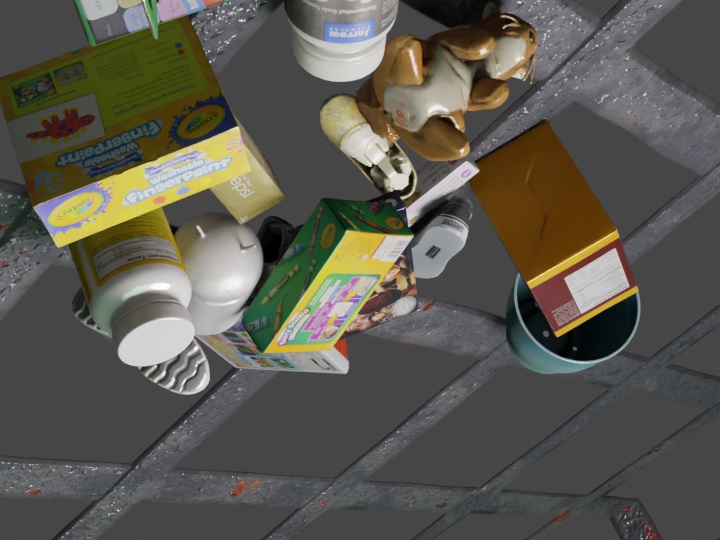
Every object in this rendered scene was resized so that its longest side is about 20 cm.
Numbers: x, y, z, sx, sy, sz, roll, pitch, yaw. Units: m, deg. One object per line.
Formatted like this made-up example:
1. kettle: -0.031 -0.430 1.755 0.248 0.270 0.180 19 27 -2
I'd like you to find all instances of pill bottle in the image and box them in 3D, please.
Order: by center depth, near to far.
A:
1. pill bottle: -0.017 -0.284 1.079 0.113 0.114 0.201 -17 148 -15
2. pill bottle: -0.250 -0.001 1.239 0.112 0.201 0.113 -19 149 -12

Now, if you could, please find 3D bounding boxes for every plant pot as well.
1. plant pot: 0.318 0.075 1.810 0.199 0.201 0.188 -18 164 -13

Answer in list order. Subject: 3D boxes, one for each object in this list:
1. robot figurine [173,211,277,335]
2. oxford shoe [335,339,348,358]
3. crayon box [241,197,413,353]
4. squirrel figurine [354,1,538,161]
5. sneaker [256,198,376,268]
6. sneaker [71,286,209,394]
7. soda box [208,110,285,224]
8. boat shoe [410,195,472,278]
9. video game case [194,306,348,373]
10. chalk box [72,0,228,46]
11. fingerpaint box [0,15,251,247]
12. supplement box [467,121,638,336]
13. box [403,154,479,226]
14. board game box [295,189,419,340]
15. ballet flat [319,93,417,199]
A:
1. robot figurine: -0.181 0.004 1.365 0.168 0.114 0.200 8 152 -16
2. oxford shoe: -0.085 0.094 1.655 0.072 0.072 0.200 -17 151 26
3. crayon box: -0.040 0.009 1.342 0.118 0.058 0.200 2 133 -48
4. squirrel figurine: 0.099 -0.220 1.265 0.186 0.142 0.200 -39 -167 -25
5. sneaker: -0.056 -0.038 1.452 0.199 0.076 0.114 -33 148 10
6. sneaker: -0.257 0.081 1.394 0.075 0.200 0.082 -52 162 -4
7. soda box: -0.154 -0.133 1.245 0.064 0.068 0.200 -30 149 5
8. boat shoe: 0.098 -0.049 1.556 0.073 0.068 0.199 26 156 -4
9. video game case: -0.133 0.094 1.550 0.181 0.024 0.200 1 156 23
10. chalk box: -0.181 -0.271 0.888 0.123 0.201 0.125 -21 149 -9
11. fingerpaint box: -0.227 -0.138 1.088 0.199 0.167 0.074 -23 149 -7
12. supplement box: 0.261 -0.052 1.551 0.132 0.198 0.200 -30 148 6
13. box: 0.065 -0.091 1.501 0.200 0.042 0.039 -38 148 19
14. board game box: 0.000 0.000 1.446 0.135 0.035 0.201 -21 139 -8
15. ballet flat: 0.017 -0.143 1.362 0.070 0.071 0.200 -32 148 10
